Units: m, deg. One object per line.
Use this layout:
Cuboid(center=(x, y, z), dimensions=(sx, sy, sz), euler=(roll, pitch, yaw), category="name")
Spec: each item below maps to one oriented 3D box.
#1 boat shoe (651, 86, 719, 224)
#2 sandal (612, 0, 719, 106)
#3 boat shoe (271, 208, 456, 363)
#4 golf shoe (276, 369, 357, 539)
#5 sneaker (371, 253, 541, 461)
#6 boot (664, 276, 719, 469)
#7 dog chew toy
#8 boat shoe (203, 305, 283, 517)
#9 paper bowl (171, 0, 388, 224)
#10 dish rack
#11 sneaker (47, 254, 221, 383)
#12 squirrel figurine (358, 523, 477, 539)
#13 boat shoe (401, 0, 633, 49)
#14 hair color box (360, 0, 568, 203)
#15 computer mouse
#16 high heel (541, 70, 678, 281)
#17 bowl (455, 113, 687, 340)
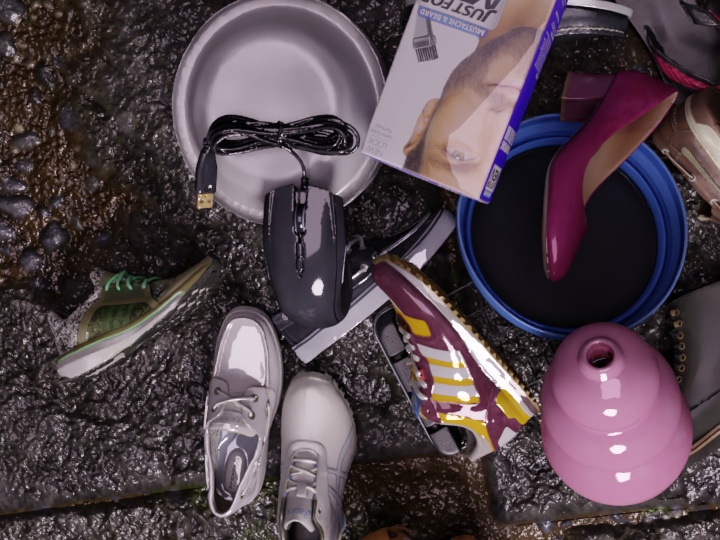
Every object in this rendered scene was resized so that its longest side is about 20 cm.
Cuboid(center=(0.333, -0.068, 0.755), dimensions=(0.203, 0.075, 0.074), euler=(49, 138, -11), category="boat shoe")
Cuboid(center=(0.286, -0.194, 0.743), dimensions=(0.075, 0.045, 0.201), euler=(-39, 93, 10), category="sandal")
Cuboid(center=(0.000, 0.000, 0.795), dimensions=(0.199, 0.072, 0.068), euler=(-40, 94, 17), category="boat shoe")
Cuboid(center=(-0.045, 0.200, 0.813), dimensions=(0.077, 0.097, 0.204), euler=(0, 97, 8), category="golf shoe")
Cuboid(center=(0.064, 0.078, 0.731), dimensions=(0.090, 0.075, 0.200), euler=(-43, 100, 6), category="sneaker")
Cuboid(center=(0.286, 0.096, 0.783), dimensions=(0.198, 0.077, 0.140), euler=(-29, 86, 3), category="boot")
Cuboid(center=(0.196, 0.107, 0.674), dimensions=(0.122, 0.201, 0.127), euler=(-10, 58, 16), category="dog chew toy")
Cuboid(center=(-0.116, 0.138, 0.824), dimensions=(0.069, 0.069, 0.204), euler=(5, 98, 7), category="boat shoe")
Cuboid(center=(-0.070, -0.141, 0.761), dimensions=(0.196, 0.104, 0.205), euler=(1, 100, 7), category="paper bowl")
Cuboid(center=(0.125, 0.071, 0.798), dimensions=(0.198, 0.055, 0.155), euler=(-28, 96, 8), category="dish rack")
Cuboid(center=(-0.226, 0.028, 0.822), dimensions=(0.198, 0.077, 0.090), euler=(-32, 86, 8), category="sneaker")
Cuboid(center=(0.046, 0.334, 0.794), dimensions=(0.184, 0.142, 0.202), euler=(26, 111, -10), category="squirrel figurine")
Cuboid(center=(0.133, -0.207, 0.747), dimensions=(0.196, 0.075, 0.062), euler=(7, 99, 17), category="boat shoe")
Cuboid(center=(0.088, -0.168, 0.691), dimensions=(0.108, 0.065, 0.203), euler=(22, 99, 14), category="hair color box")
Cuboid(center=(-0.074, -0.032, 0.716), dimensions=(0.137, 0.046, 0.203), euler=(7, 120, 6), category="computer mouse")
Cuboid(center=(0.202, -0.080, 0.697), dimensions=(0.094, 0.068, 0.204), euler=(9, 69, 15), category="high heel")
Cuboid(center=(0.179, -0.036, 0.743), dimensions=(0.196, 0.039, 0.205), euler=(0, 73, 0), category="bowl")
